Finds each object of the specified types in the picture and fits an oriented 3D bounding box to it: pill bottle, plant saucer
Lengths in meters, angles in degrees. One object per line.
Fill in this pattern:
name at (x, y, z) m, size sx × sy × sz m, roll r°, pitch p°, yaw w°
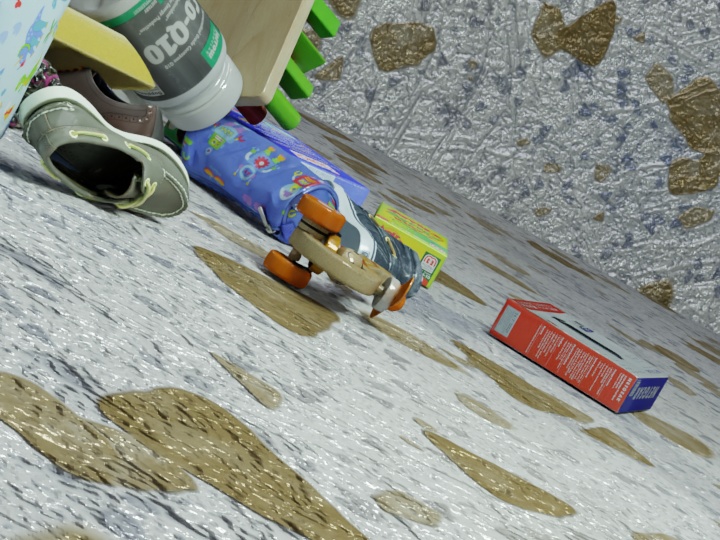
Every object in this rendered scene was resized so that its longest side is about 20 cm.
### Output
pill bottle at (-0.212, -0.245, 1.807) m, size 0.113 × 0.113 × 0.200 m, roll 37°, pitch -10°, yaw 44°
plant saucer at (-0.332, -0.231, 1.693) m, size 0.200 × 0.049 × 0.200 m, roll 5°, pitch -10°, yaw 32°

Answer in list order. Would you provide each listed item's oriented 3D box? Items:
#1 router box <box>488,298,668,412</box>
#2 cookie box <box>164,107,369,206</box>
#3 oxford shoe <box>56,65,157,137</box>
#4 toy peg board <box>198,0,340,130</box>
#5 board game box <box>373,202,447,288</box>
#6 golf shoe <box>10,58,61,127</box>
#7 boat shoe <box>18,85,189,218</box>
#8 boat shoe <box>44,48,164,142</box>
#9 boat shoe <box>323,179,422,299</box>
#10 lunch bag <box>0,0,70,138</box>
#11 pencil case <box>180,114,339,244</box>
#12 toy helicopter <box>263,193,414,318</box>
router box at (0.263, 0.101, 2.041) m, size 0.179 × 0.049 × 0.200 m, roll 32°, pitch 8°, yaw 18°
cookie box at (-0.115, -0.129, 2.041) m, size 0.171 × 0.075 × 0.200 m, roll 22°, pitch 10°, yaw -41°
oxford shoe at (-0.291, -0.173, 1.684) m, size 0.200 × 0.073 × 0.071 m, roll 26°, pitch 9°, yaw 5°
toy peg board at (-0.133, -0.250, 1.971) m, size 0.199 × 0.200 × 0.098 m, roll 2°, pitch -31°, yaw 35°
board game box at (0.056, -0.034, 2.163) m, size 0.101 × 0.048 × 0.200 m, roll 29°, pitch 8°, yaw -1°
golf shoe at (-0.355, -0.188, 1.558) m, size 0.092 × 0.073 × 0.200 m, roll 32°, pitch 8°, yaw 31°
boat shoe at (-0.211, -0.085, 1.455) m, size 0.202 × 0.072 × 0.060 m, roll 35°, pitch 26°, yaw -52°
boat shoe at (-0.281, -0.194, 1.862) m, size 0.068 × 0.072 × 0.200 m, roll -11°, pitch -28°, yaw 20°
boat shoe at (-0.001, -0.029, 1.868) m, size 0.091 × 0.071 × 0.200 m, roll 27°, pitch 15°, yaw -27°
lunch bag at (-0.308, -0.183, 1.338) m, size 0.127 × 0.170 × 0.200 m, roll 33°, pitch 9°, yaw 18°
pencil case at (-0.114, -0.098, 1.853) m, size 0.200 × 0.087 × 0.078 m, roll 35°, pitch -34°, yaw 34°
toy helicopter at (0.000, 0.000, 1.645) m, size 0.132 × 0.079 × 0.200 m, roll 32°, pitch 4°, yaw 15°
